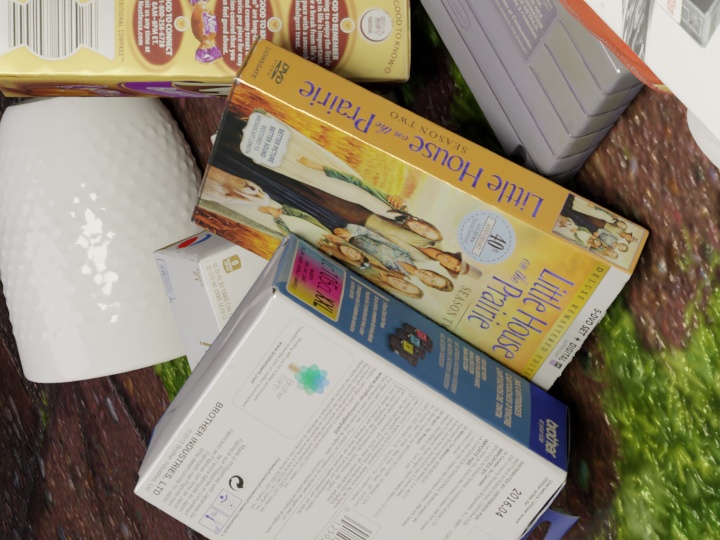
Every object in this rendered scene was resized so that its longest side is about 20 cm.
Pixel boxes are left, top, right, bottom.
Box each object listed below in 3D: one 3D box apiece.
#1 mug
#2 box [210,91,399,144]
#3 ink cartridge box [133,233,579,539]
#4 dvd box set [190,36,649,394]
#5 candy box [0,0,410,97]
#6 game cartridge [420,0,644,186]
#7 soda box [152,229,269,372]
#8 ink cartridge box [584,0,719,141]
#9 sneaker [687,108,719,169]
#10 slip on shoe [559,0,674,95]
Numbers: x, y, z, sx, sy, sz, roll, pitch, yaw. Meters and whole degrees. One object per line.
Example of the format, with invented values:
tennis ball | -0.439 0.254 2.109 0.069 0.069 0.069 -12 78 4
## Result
mug | -0.167 -0.036 1.483 0.200 0.147 0.176 -68 -35 -79
box | 0.000 0.000 1.202 0.095 0.077 0.201 -12 99 67
ink cartridge box | 0.010 0.096 1.080 0.199 0.076 0.137 33 115 -8
dvd box set | 0.022 -0.021 1.052 0.199 0.029 0.146 27 152 0
candy box | -0.080 -0.114 1.088 0.117 0.199 0.057 -175 83 -85
game cartridge | 0.061 -0.148 1.001 0.201 0.038 0.130 62 152 14
soda box | -0.040 0.072 1.167 0.064 0.068 0.201 12 122 61
ink cartridge box | 0.140 -0.127 0.701 0.200 0.144 0.084 52 152 32
sneaker | 0.183 -0.009 0.798 0.200 0.075 0.100 44 146 44
slip on shoe | 0.085 -0.147 0.904 0.200 0.074 0.061 51 155 25
